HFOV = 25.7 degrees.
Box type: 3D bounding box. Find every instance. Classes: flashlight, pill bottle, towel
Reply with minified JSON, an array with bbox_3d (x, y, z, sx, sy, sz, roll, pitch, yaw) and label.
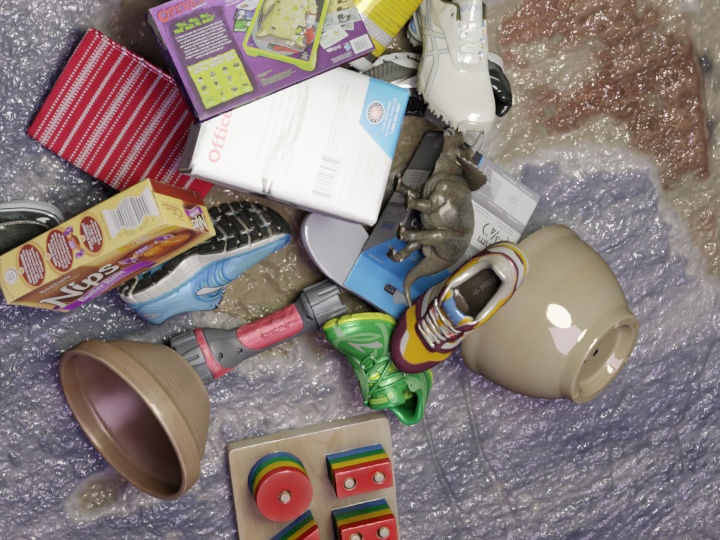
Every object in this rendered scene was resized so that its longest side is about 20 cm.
[{"bbox_3d":[-0.113,0.067,1.781,0.200,0.068,0.068,-24,113,-4],"label":"flashlight"},{"bbox_3d":[0.023,-0.315,1.637,0.111,0.111,0.200,35,99,-25],"label":"pill bottle"},{"bbox_3d":[-0.231,-0.147,1.654,0.200,0.023,0.145,31,112,-12],"label":"towel"}]

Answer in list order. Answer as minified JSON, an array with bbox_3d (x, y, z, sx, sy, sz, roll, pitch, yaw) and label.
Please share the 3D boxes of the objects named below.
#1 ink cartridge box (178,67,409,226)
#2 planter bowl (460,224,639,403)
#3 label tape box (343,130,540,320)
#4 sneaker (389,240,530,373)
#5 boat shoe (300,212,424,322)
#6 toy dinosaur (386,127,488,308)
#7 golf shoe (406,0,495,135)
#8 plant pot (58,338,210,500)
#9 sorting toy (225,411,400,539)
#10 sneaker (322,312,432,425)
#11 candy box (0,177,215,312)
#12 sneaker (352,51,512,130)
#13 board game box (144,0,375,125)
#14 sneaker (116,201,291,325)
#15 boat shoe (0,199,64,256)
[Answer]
[{"bbox_3d":[-0.069,-0.141,1.609,0.199,0.084,0.146,16,88,-16],"label":"ink cartridge box"},{"bbox_3d":[0.229,0.068,1.792,0.200,0.135,0.201,-35,146,-28],"label":"planter bowl"},{"bbox_3d":[0.094,-0.034,1.765,0.144,0.063,0.200,33,81,-27],"label":"label tape box"},{"bbox_3d":[0.094,0.045,1.703,0.075,0.090,0.200,46,114,5],"label":"sneaker"},{"bbox_3d":[0.000,0.000,1.788,0.200,0.057,0.069,41,78,-26],"label":"boat shoe"},{"bbox_3d":[0.085,-0.051,1.676,0.102,0.077,0.201,1,101,-16],"label":"toy dinosaur"},{"bbox_3d":[0.100,-0.236,1.641,0.078,0.200,0.097,-2,145,-24],"label":"golf shoe"},{"bbox_3d":[-0.232,0.145,1.731,0.093,0.201,0.201,-40,121,-32],"label":"plant pot"},{"bbox_3d":[-0.048,0.290,1.890,0.198,0.070,0.201,-11,115,-12],"label":"sorting toy"},{"bbox_3d":[0.027,0.112,1.800,0.074,0.084,0.200,-18,140,26],"label":"sneaker"},{"bbox_3d":[-0.266,-0.024,1.638,0.200,0.117,0.057,-27,76,17],"label":"candy box"},{"bbox_3d":[0.078,-0.190,1.704,0.199,0.091,0.067,-7,133,-19],"label":"sneaker"},{"bbox_3d":[-0.096,-0.233,1.544,0.200,0.032,0.120,-24,93,-20],"label":"board game box"},{"bbox_3d":[-0.167,-0.005,1.745,0.200,0.078,0.090,-25,135,-1],"label":"sneaker"},{"bbox_3d":[-0.407,-0.020,1.656,0.199,0.071,0.072,-14,115,-11],"label":"boat shoe"}]
